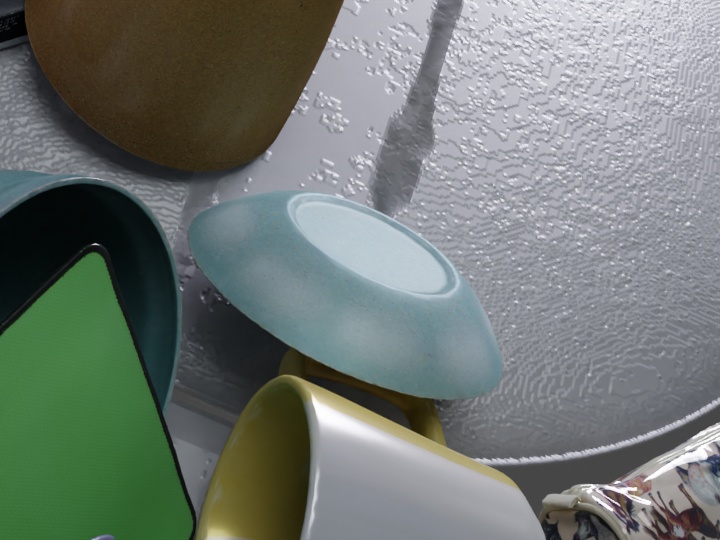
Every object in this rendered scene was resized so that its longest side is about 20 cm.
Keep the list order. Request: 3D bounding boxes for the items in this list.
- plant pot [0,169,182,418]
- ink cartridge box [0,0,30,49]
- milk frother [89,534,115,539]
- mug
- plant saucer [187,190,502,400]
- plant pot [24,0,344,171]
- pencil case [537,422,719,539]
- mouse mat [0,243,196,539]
[{"bbox_3d":[-0.197,0.040,0.704,0.133,0.201,0.200,16,44,27],"label":"plant pot"},{"bbox_3d":[-0.292,-0.216,0.925,0.099,0.039,0.200,-26,70,-34],"label":"ink cartridge box"},{"bbox_3d":[-0.067,0.189,0.559,0.188,0.200,0.180,43,19,10],"label":"milk frother"},{"bbox_3d":[0.014,0.128,0.748,0.152,0.149,0.188,17,73,-21],"label":"mug"},{"bbox_3d":[0.000,0.000,0.839,0.200,0.039,0.201,23,22,-10],"label":"plant saucer"},{"bbox_3d":[-0.078,-0.191,0.875,0.185,0.200,0.188,18,51,-25],"label":"plant pot"},{"bbox_3d":[0.194,0.136,0.862,0.199,0.078,0.090,-18,87,-32],"label":"pencil case"},{"bbox_3d":[-0.142,0.108,0.680,0.007,0.201,0.161,11,42,30],"label":"mouse mat"}]
